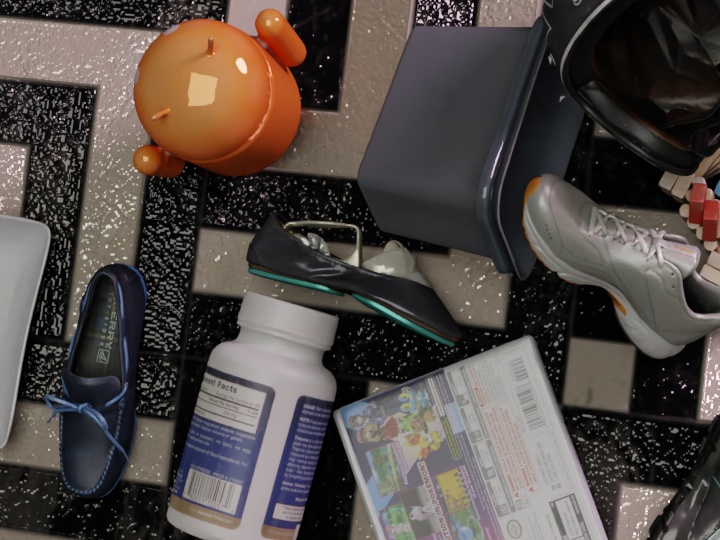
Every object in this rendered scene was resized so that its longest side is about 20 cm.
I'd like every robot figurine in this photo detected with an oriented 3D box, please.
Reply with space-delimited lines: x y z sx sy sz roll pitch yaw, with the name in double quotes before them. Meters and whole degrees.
"robot figurine" -0.115 -0.142 1.677 0.142 0.200 0.118 -9 84 12

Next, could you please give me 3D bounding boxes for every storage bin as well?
"storage bin" 0.090 -0.103 1.661 0.133 0.146 0.201 9 62 23

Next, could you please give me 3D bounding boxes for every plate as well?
"plate" -0.376 0.040 1.807 0.198 0.032 0.202 11 88 14

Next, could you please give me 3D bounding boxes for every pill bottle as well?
"pill bottle" -0.083 0.125 1.695 0.110 0.111 0.202 15 89 13

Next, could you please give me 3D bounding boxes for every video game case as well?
"video game case" 0.093 0.179 1.698 0.181 0.023 0.202 -21 82 10

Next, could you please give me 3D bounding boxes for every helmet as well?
"helmet" 0.236 -0.192 1.569 0.191 0.200 0.200 44 95 2

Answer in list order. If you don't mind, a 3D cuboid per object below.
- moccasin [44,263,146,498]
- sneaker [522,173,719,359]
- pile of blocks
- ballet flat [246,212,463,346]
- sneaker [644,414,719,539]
"moccasin" -0.232 0.093 1.752 0.080 0.068 0.202 3 86 13
"sneaker" 0.214 -0.016 1.611 0.200 0.092 0.076 39 51 -23
"pile of blocks" 0.280 -0.070 1.656 0.082 0.062 0.201 -27 81 9
"ballet flat" 0.000 0.000 1.710 0.198 0.073 0.074 20 90 15
"sneaker" 0.298 0.172 1.636 0.079 0.075 0.201 29 100 2
